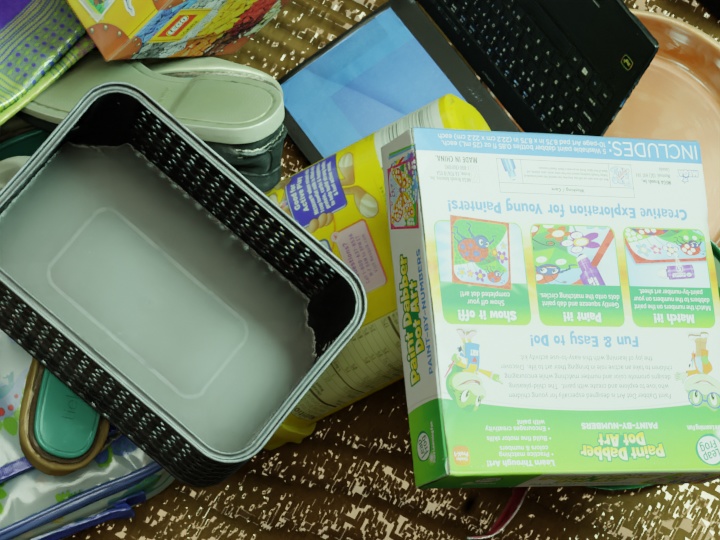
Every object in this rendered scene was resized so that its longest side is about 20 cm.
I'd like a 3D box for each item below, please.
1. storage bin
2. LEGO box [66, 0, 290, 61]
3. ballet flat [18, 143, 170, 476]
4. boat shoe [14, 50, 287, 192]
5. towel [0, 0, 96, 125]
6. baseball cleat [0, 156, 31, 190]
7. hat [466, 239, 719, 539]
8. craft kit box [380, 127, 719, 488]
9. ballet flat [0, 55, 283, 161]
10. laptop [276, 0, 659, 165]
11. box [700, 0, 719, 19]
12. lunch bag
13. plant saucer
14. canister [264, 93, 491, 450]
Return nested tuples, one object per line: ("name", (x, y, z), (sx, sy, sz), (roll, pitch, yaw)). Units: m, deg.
("storage bin", (-0.112, 0.010, 1.571), (0.200, 0.094, 0.135), (41, 71, -3))
("LEGO box", (-0.144, -0.230, 1.717), (0.077, 0.149, 0.200), (-41, 76, 26))
("ballet flat", (-0.162, 0.023, 1.638), (0.068, 0.063, 0.201), (20, 74, -12))
("boat shoe", (-0.130, -0.085, 1.694), (0.198, 0.066, 0.075), (7, 40, 24))
("towel", (-0.265, -0.157, 1.724), (0.144, 0.023, 0.200), (-42, 56, -18))
("baseball cleat", (-0.231, -0.018, 1.716), (0.199, 0.106, 0.070), (-18, 80, 41))
("hat", (0.152, 0.057, 1.634), (0.165, 0.176, 0.201), (3, 89, 4))
("craft kit box", (0.115, 0.022, 1.587), (0.199, 0.048, 0.199), (2, 72, -28))
("ballet flat", (-0.150, -0.111, 1.772), (0.199, 0.070, 0.070), (-11, 72, -2))
("laptop", (0.057, -0.122, 1.718), (0.103, 0.200, 0.178), (-20, 63, -39))
("box", (0.276, -0.276, 1.774), (0.200, 0.148, 0.104), (-40, 76, -11))
("lunch bag", (-0.213, 0.091, 1.696), (0.199, 0.082, 0.162), (-22, 76, -5))
("plant saucer", (0.163, -0.067, 1.769), (0.199, 0.032, 0.202), (0, 72, 1))
("canister", (0.000, 0.000, 1.679), (0.199, 0.086, 0.149), (-27, 71, 18))
